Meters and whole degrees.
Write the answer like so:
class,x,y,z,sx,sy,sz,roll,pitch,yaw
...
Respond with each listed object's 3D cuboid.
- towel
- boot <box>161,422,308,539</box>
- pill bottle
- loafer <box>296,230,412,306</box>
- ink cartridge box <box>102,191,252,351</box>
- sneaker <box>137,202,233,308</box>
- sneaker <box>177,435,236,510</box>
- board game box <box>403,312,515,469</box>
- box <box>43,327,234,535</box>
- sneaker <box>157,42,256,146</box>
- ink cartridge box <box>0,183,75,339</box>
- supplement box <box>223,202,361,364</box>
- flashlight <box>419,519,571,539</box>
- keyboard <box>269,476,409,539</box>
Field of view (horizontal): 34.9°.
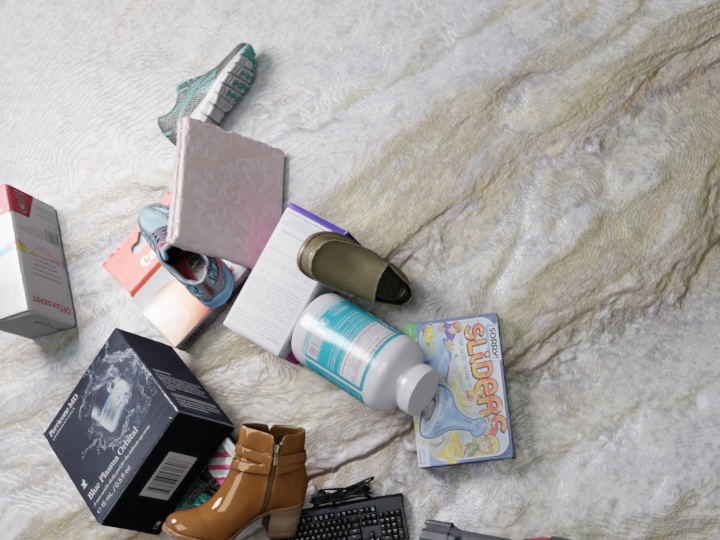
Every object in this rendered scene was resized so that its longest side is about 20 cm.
class,x,y,z,sx,sy,sz,roll,pitch,yaw
towel,-0.192,-0.107,1.654,0.032,0.199,0.193,-11,71,42
boot,-0.163,0.284,1.535,0.198,0.077,0.157,2,105,-18
pill bottle,0.009,0.120,1.571,0.199,0.111,0.111,30,86,29
loafer,0.000,0.000,1.580,0.067,0.199,0.077,24,96,50
ink cartridge box,-0.280,-0.005,1.721,0.200,0.050,0.162,43,90,14
sneaker,-0.260,-0.037,1.656,0.079,0.096,0.200,-45,65,-1
sneaker,-0.221,0.286,1.632,0.121,0.084,0.200,-39,74,-7
board game box,0.138,0.168,1.596,0.134,0.034,0.202,-9,77,11
box,-0.312,0.224,1.598,0.197,0.117,0.200,-54,50,8
sneaker,-0.240,-0.274,1.757,0.091,0.078,0.201,34,86,21
ink cartridge box,-0.513,-0.009,1.724,0.082,0.146,0.202,-17,75,10
supplement box,-0.095,0.021,1.646,0.103,0.101,0.201,26,85,17
flashlight,0.182,0.375,1.530,0.198,0.068,0.068,6,114,18
keyboard,-0.036,0.350,1.595,0.198,0.040,0.105,-12,77,9
